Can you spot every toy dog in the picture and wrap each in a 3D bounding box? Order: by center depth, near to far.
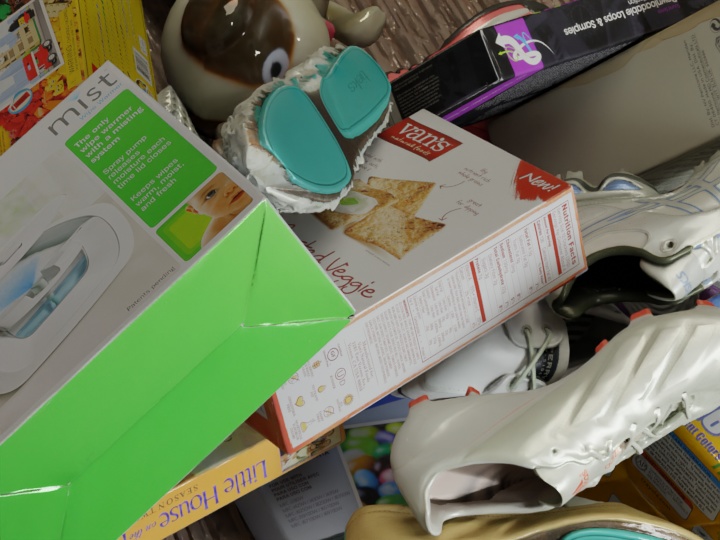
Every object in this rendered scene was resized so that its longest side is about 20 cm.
[{"bbox_3d":[-0.076,-0.181,1.413,0.192,0.140,0.201,1,50,-13],"label":"toy dog"}]

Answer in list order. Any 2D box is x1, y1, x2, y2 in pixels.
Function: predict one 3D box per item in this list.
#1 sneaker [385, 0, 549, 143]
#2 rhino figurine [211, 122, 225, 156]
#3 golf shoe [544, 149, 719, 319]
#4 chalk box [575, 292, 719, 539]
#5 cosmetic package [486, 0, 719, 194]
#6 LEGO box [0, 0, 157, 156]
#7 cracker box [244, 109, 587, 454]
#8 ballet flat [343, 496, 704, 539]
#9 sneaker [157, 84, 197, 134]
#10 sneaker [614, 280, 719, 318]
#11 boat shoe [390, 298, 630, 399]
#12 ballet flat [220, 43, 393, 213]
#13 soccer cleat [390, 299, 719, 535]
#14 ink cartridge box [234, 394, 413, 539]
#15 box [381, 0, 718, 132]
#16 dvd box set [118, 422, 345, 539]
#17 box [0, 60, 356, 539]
[{"bbox_3d":[0.063,-0.094,1.433,0.200,0.074,0.087,-35,78,-32],"label":"sneaker"},{"bbox_3d":[-0.002,-0.019,1.335,0.199,0.060,0.088,31,33,-10],"label":"rhino figurine"},{"bbox_3d":[0.190,-0.015,1.249,0.198,0.079,0.098,-14,35,19],"label":"golf shoe"},{"bbox_3d":[0.227,0.085,1.271,0.199,0.124,0.125,-28,62,-33],"label":"chalk box"},{"bbox_3d":[0.181,-0.092,1.345,0.103,0.199,0.074,-10,80,-44],"label":"cosmetic package"},{"bbox_3d":[-0.194,-0.095,1.281,0.148,0.077,0.201,-30,44,16],"label":"LEGO box"},{"bbox_3d":[0.000,0.000,1.199,0.199,0.058,0.134,-30,36,-24],"label":"cracker box"},{"bbox_3d":[0.086,0.139,1.178,0.198,0.069,0.063,2,36,-18],"label":"ballet flat"},{"bbox_3d":[-0.140,-0.034,1.310,0.099,0.070,0.201,-21,28,13],"label":"sneaker"},{"bbox_3d":[0.212,-0.002,1.394,0.198,0.075,0.100,11,28,-5],"label":"sneaker"},{"bbox_3d":[0.087,0.035,1.276,0.067,0.074,0.199,31,30,29],"label":"boat shoe"},{"bbox_3d":[-0.034,-0.062,1.178,0.071,0.072,0.200,26,21,8],"label":"ballet flat"},{"bbox_3d":[0.112,0.078,1.142,0.198,0.070,0.078,-19,40,5],"label":"soccer cleat"},{"bbox_3d":[0.001,0.123,1.233,0.119,0.042,0.201,-15,54,-27],"label":"ink cartridge box"},{"bbox_3d":[0.105,-0.124,1.339,0.199,0.143,0.036,-19,85,-37],"label":"box"},{"bbox_3d":[-0.128,0.089,1.189,0.199,0.030,0.146,-26,37,-28],"label":"dvd box set"},{"bbox_3d":[-0.134,0.024,1.113,0.200,0.097,0.176,-42,42,-5],"label":"box"}]
